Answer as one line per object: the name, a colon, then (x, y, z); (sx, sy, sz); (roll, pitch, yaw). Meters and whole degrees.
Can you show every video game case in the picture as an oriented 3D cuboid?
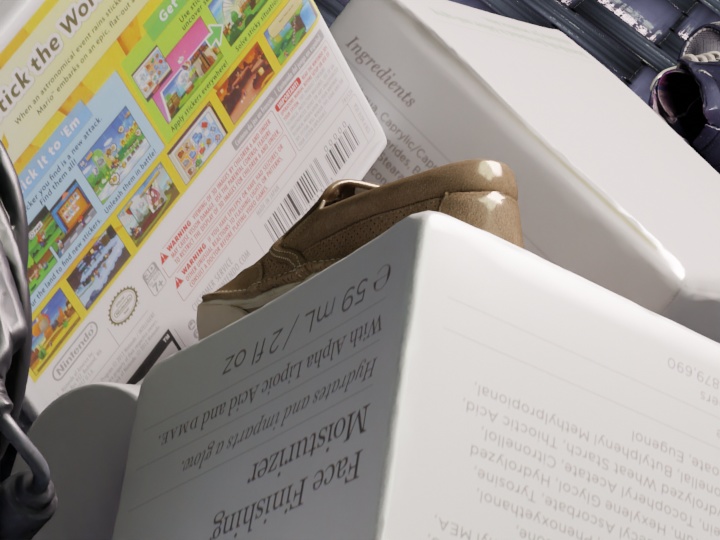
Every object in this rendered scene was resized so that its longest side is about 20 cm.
video game case: (-0.082, -0.042, 1.094); (0.023, 0.200, 0.182); (13, -34, 39)

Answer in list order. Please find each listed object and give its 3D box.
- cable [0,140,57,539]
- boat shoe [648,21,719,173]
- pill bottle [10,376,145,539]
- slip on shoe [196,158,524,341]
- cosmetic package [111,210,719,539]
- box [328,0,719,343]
cable: (-0.146, 0.027, 0.942); (0.051, 0.163, 0.200); (-3, 49, -28)
boat shoe: (0.228, -0.121, 1.952); (0.093, 0.075, 0.200); (34, 21, -27)
pill bottle: (-0.026, 0.089, 1.074); (0.200, 0.113, 0.113); (10, 33, -50)
slip on shoe: (0.000, 0.000, 1.029); (0.076, 0.061, 0.200); (7, -6, -20)
cosmetic package: (0.025, 0.122, 0.905); (0.165, 0.165, 0.201); (25, 57, -26)
box: (0.061, 0.009, 1.272); (0.200, 0.171, 0.199); (46, 18, 23)
